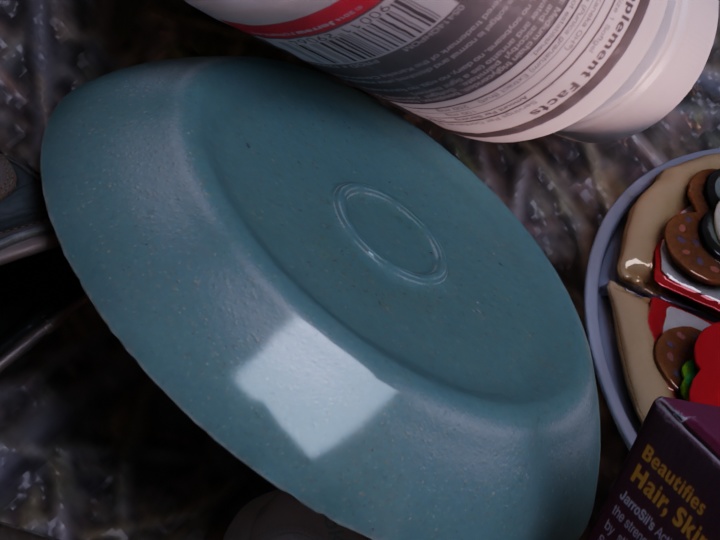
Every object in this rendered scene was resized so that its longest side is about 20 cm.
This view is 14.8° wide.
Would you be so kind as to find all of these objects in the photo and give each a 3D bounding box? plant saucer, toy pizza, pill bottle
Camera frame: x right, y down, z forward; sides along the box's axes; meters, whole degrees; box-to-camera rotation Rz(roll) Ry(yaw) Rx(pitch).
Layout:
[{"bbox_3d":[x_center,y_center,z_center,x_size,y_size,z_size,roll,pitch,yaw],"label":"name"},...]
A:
[{"bbox_3d":[0.000,0.000,0.813,0.200,0.036,0.200,30,29,-18],"label":"plant saucer"},{"bbox_3d":[0.165,0.033,0.891,0.200,0.032,0.201,15,48,-17],"label":"toy pizza"},{"bbox_3d":[0.028,-0.103,0.856,0.200,0.111,0.111,22,58,-52],"label":"pill bottle"}]

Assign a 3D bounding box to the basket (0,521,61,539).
[{"bbox_3d":[-0.089,0.187,0.686,0.180,0.136,0.200,30,62,-18],"label":"basket"}]

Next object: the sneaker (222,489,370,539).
[{"bbox_3d":[0.057,0.122,0.825,0.200,0.088,0.075,30,56,-19],"label":"sneaker"}]

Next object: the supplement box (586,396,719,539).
[{"bbox_3d":[0.097,0.150,0.755,0.086,0.200,0.110,12,22,-34],"label":"supplement box"}]

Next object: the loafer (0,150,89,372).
[{"bbox_3d":[-0.142,0.032,0.738,0.063,0.072,0.200,22,48,24],"label":"loafer"}]
